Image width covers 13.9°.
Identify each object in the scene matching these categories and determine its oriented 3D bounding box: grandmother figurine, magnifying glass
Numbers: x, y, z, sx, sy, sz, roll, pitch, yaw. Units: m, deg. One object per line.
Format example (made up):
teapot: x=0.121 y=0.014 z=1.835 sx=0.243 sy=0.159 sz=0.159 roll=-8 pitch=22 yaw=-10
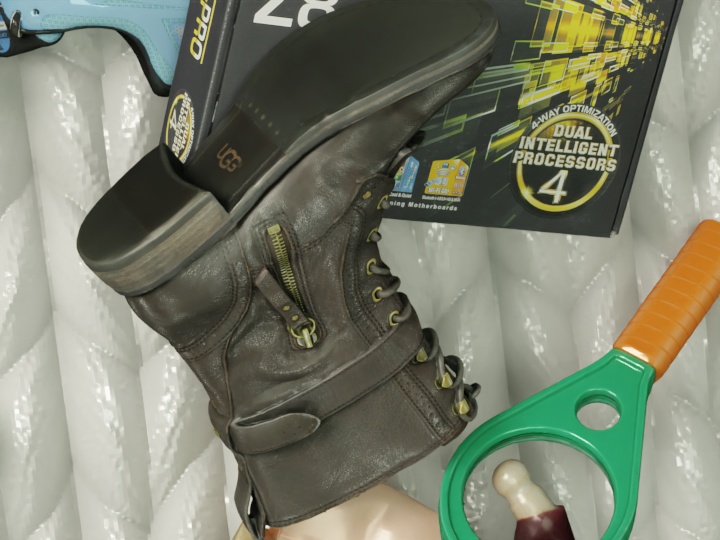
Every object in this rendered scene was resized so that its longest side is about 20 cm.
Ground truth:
grandmother figurine: x=0.046 y=0.138 z=1.245 sx=0.200 sy=0.061 sz=0.121 roll=28 pitch=99 yaw=-2
magnifying glass: x=0.103 y=0.056 z=1.237 sx=0.079 sy=0.022 sz=0.200 roll=27 pitch=63 yaw=20

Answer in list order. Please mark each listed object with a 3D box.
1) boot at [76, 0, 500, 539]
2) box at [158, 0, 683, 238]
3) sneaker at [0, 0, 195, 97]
boot: x=0.000 y=0.000 z=1.167 sx=0.200 sy=0.069 sz=0.174 roll=-34 pitch=124 yaw=4
box: x=0.030 y=-0.100 z=1.193 sx=0.200 sy=0.049 sz=0.162 roll=5 pitch=109 yaw=-25
sneaker: x=-0.138 y=-0.130 z=1.179 sx=0.200 sy=0.078 sz=0.090 roll=25 pitch=97 yaw=-13
